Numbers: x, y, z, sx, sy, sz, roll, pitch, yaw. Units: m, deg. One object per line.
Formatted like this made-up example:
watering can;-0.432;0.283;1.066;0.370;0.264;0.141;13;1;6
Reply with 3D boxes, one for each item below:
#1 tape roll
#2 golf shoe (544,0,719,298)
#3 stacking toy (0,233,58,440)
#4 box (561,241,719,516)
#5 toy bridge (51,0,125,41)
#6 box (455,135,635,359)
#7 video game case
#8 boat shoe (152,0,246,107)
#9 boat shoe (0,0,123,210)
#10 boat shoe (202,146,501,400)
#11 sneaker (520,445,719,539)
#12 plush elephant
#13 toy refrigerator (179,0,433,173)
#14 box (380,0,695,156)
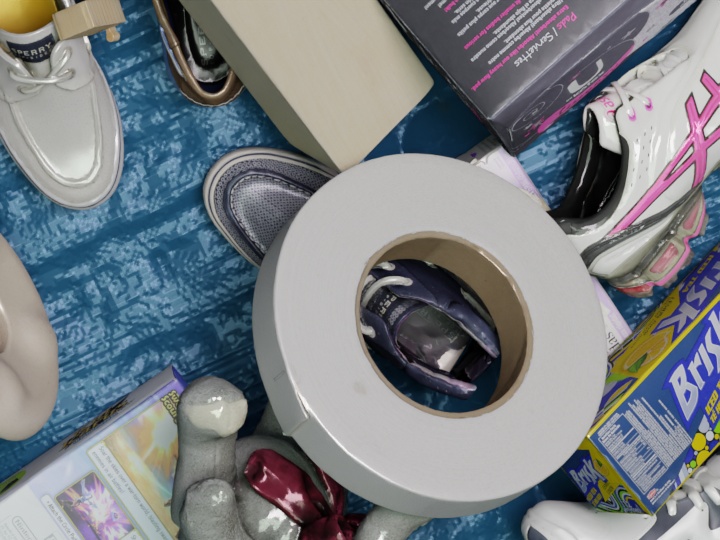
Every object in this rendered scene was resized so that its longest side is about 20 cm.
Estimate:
tape roll;0.038;0.035;1.435;0.202;0.037;0.204;9;67;-21
golf shoe;0.175;-0.087;1.501;0.092;0.073;0.201;27;89;-35
stacking toy;-0.284;0.058;1.493;0.199;0.146;0.147;-24;103;18
box;0.197;0.050;1.518;0.200;0.070;0.064;-44;103;-19
toy bridge;-0.168;-0.222;1.458;0.027;0.067;0.201;-17;92;32
box;0.120;0.012;1.551;0.039;0.041;0.200;-35;104;0
video game case;-0.128;0.188;1.558;0.181;0.045;0.200;-34;103;1
boat shoe;-0.091;-0.190;1.472;0.072;0.072;0.201;-14;103;-3
boat shoe;-0.183;-0.126;1.477;0.071;0.070;0.201;-16;102;-3
boat shoe;0.000;0.000;1.509;0.199;0.093;0.075;31;97;-11
sneaker;0.200;0.129;1.564;0.198;0.080;0.130;14;98;-9
plush elephant;-0.022;0.154;1.458;0.154;0.165;0.201;22;103;23
toy refrigerator;-0.049;-0.151;1.424;0.076;0.070;0.200;-46;127;-9
box;0.119;-0.174;1.454;0.200;0.132;0.115;-40;78;3
